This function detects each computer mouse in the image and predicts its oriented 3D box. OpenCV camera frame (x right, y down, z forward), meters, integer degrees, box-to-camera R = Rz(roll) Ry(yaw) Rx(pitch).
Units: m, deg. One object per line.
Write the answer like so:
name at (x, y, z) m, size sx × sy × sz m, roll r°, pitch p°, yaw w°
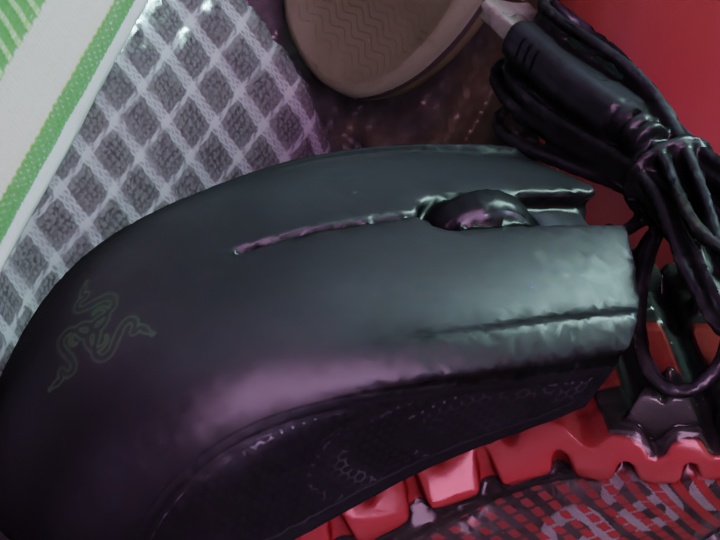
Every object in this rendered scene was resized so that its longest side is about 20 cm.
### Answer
computer mouse at (0.000, 0.000, 0.636) m, size 0.199 × 0.139 × 0.053 m, roll -25°, pitch 135°, yaw -14°

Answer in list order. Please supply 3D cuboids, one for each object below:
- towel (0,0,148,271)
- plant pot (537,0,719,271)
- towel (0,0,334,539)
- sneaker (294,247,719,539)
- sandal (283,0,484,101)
towel at (-0.128, -0.090, 0.595) m, size 0.200 × 0.023 × 0.153 m, roll 47°, pitch 54°, yaw -33°
plant pot at (0.135, -0.041, 0.758) m, size 0.200 × 0.200 × 0.178 m, roll 16°, pitch 93°, yaw -12°
towel at (-0.105, -0.038, 0.692) m, size 0.200 × 0.085 × 0.166 m, roll 54°, pitch 52°, yaw -29°
sneaker at (0.040, 0.055, 0.680) m, size 0.200 × 0.071 × 0.098 m, roll -12°, pitch 126°, yaw 2°
sandal at (0.015, -0.137, 0.746) m, size 0.057 × 0.201 × 0.080 m, roll -16°, pitch 48°, yaw -42°
